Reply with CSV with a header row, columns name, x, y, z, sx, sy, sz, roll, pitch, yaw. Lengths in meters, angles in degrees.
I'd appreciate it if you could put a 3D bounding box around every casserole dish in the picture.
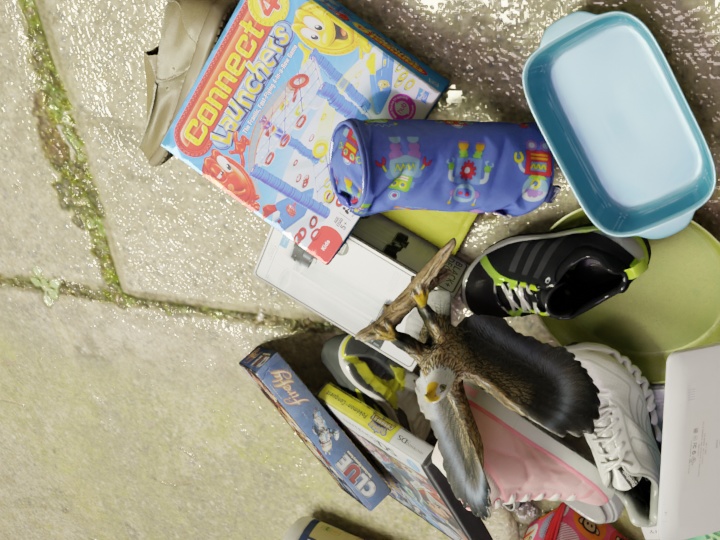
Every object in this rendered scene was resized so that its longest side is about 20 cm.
name,x,y,z,sx,sy,sz,roll,pitch,yaw
casserole dish,0.218,-0.123,0.900,0.120,0.039,0.202,-24,100,33

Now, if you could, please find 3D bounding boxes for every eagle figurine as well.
name,x,y,z,sx,sy,sz,roll,pitch,yaw
eagle figurine,0.094,0.100,0.966,0.200,0.151,0.152,45,149,0

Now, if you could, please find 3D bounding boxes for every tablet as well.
name,x,y,z,sx,sy,sz,roll,pitch,yaw
tablet,0.337,0.156,1.002,0.128,0.014,0.203,-10,114,-14

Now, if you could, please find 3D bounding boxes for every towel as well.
name,x,y,z,sx,sy,sz,roll,pitch,yaw
towel,0.023,-0.093,1.060,0.198,0.018,0.086,31,137,4

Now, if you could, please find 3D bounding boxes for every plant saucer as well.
name,x,y,z,sx,sy,sz,roll,pitch,yaw
plant saucer,0.257,0.016,1.004,0.197,0.031,0.202,15,128,19

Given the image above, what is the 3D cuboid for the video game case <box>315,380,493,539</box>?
name,x,y,z,sx,sy,sz,roll,pitch,yaw
video game case,0.051,0.221,1.180,0.180,0.026,0.201,26,154,44

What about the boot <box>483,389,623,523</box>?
name,x,y,z,sx,sy,sz,roll,pitch,yaw
boot,0.183,0.221,1.138,0.200,0.096,0.074,42,148,-2

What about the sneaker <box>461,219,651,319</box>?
name,x,y,z,sx,sy,sz,roll,pitch,yaw
sneaker,0.166,0.008,0.971,0.199,0.083,0.072,-22,111,38

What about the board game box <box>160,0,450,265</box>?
name,x,y,z,sx,sy,sz,roll,pitch,yaw
board game box,-0.053,-0.143,0.993,0.195,0.056,0.201,35,112,0

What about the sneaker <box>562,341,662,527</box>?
name,x,y,z,sx,sy,sz,roll,pitch,yaw
sneaker,0.248,0.157,1.033,0.075,0.081,0.201,-21,110,39

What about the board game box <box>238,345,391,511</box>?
name,x,y,z,sx,sy,sz,roll,pitch,yaw
board game box,-0.055,0.175,1.221,0.201,0.035,0.135,51,168,-8

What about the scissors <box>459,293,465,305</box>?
name,x,y,z,sx,sy,sz,roll,pitch,yaw
scissors,0.181,0.092,1.113,0.073,0.014,0.201,-22,110,40

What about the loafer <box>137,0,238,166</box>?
name,x,y,z,sx,sy,sz,roll,pitch,yaw
loafer,-0.179,-0.192,1.059,0.067,0.076,0.201,34,123,4

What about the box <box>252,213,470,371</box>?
name,x,y,z,sx,sy,sz,roll,pitch,yaw
box,0.000,0.000,1.104,0.199,0.060,0.117,31,129,3

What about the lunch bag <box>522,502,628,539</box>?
name,x,y,z,sx,sy,sz,roll,pitch,yaw
lunch bag,0.252,0.368,1.163,0.199,0.177,0.082,41,133,-6

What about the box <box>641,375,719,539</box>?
name,x,y,z,sx,sy,sz,roll,pitch,yaw
box,0.331,0.188,1.086,0.143,0.036,0.202,-9,119,32

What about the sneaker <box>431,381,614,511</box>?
name,x,y,z,sx,sy,sz,roll,pitch,yaw
sneaker,0.153,0.202,1.058,0.199,0.105,0.075,34,172,-19

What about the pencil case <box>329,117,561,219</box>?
name,x,y,z,sx,sy,sz,roll,pitch,yaw
pencil case,0.071,-0.087,0.930,0.197,0.078,0.088,-1,104,-22

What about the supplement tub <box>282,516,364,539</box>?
name,x,y,z,sx,sy,sz,roll,pitch,yaw
supplement tub,-0.012,0.411,1.354,0.198,0.145,0.146,19,130,14

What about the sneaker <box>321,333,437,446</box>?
name,x,y,z,sx,sy,sz,roll,pitch,yaw
sneaker,0.032,0.135,1.194,0.201,0.075,0.084,54,157,-25
